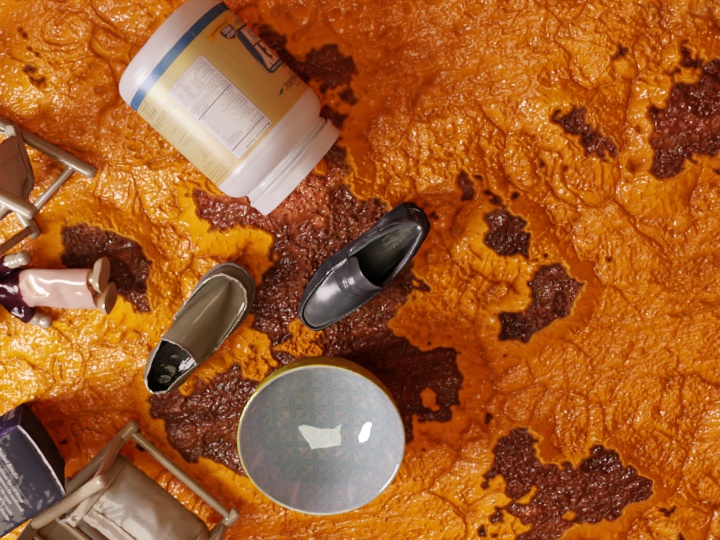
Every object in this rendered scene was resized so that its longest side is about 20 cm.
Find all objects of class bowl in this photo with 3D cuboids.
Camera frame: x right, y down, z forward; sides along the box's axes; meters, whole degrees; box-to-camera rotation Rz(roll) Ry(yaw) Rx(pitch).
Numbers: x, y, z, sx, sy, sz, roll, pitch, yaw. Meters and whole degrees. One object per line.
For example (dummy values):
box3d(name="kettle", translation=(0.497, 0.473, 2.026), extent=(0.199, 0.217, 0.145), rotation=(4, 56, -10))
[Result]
box3d(name="bowl", translation=(-0.045, 0.183, 0.989), extent=(0.198, 0.108, 0.202), rotation=(0, 109, 1))

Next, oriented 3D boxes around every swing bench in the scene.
box3d(name="swing bench", translation=(-0.416, -0.115, 0.847), extent=(0.130, 0.199, 0.200), rotation=(-41, 103, 14))
box3d(name="swing bench", translation=(-0.300, 0.342, 1.036), extent=(0.200, 0.130, 0.199), rotation=(-40, 104, 19))

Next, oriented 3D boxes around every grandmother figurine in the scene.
box3d(name="grandmother figurine", translation=(-0.398, 0.021, 0.971), extent=(0.198, 0.061, 0.122), rotation=(2, 122, 3))

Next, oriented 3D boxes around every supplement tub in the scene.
box3d(name="supplement tub", translation=(-0.134, -0.170, 0.850), extent=(0.200, 0.145, 0.145), rotation=(43, 105, -13))

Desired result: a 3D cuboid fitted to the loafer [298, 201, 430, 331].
box3d(name="loafer", translation=(0.000, 0.000, 0.944), extent=(0.200, 0.070, 0.068), rotation=(-43, 103, 14))

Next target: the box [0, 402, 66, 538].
box3d(name="box", translation=(-0.466, 0.265, 0.970), extent=(0.199, 0.148, 0.105), rotation=(-33, 102, -18))

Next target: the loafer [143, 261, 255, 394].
box3d(name="loafer", translation=(-0.196, 0.078, 0.977), extent=(0.075, 0.070, 0.201), rotation=(34, 107, -10))
